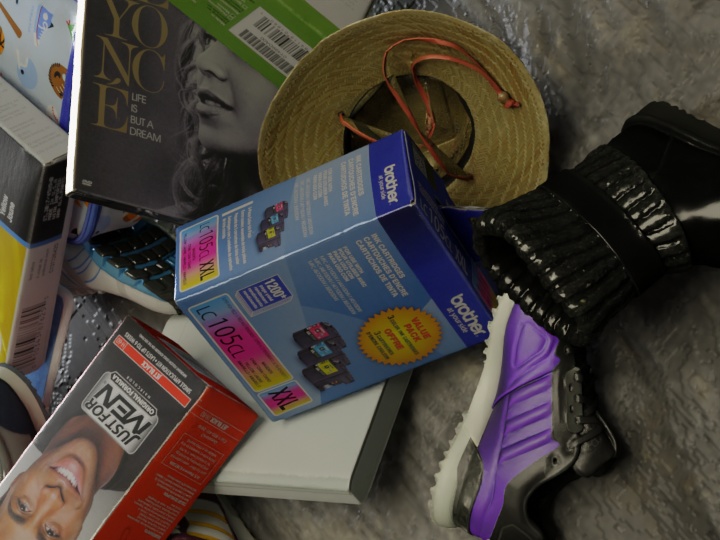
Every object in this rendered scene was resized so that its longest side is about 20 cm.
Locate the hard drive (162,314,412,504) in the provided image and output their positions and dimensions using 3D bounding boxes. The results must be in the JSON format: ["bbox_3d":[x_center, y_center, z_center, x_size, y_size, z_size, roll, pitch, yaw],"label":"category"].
[{"bbox_3d":[-0.066,0.090,1.546,0.200,0.026,0.132,0,56,34],"label":"hard drive"}]

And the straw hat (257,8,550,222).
[{"bbox_3d":[0.034,-0.095,1.508,0.201,0.201,0.085,-36,22,22],"label":"straw hat"}]

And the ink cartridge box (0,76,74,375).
[{"bbox_3d":[-0.283,-0.057,1.617,0.200,0.047,0.198,38,134,27],"label":"ink cartridge box"}]

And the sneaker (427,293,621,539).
[{"bbox_3d":[0.123,0.082,1.433,0.099,0.070,0.200,22,96,27],"label":"sneaker"}]

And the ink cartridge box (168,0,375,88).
[{"bbox_3d":[-0.046,-0.244,1.537,0.076,0.148,0.200,-29,29,50],"label":"ink cartridge box"}]

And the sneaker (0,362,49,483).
[{"bbox_3d":[-0.235,0.168,1.597,0.070,0.082,0.200,-29,92,46],"label":"sneaker"}]

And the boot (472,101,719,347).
[{"bbox_3d":[0.185,-0.010,1.352,0.158,0.079,0.211,-35,41,-28],"label":"boot"}]

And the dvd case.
[{"bbox_3d":[-0.118,-0.125,1.500,0.016,0.149,0.200,-28,55,50],"label":"dvd case"}]

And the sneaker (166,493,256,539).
[{"bbox_3d":[-0.124,0.185,1.552,0.200,0.090,0.075,39,102,33],"label":"sneaker"}]

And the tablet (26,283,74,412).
[{"bbox_3d":[-0.273,0.085,1.690,0.130,0.014,0.200,27,111,34],"label":"tablet"}]

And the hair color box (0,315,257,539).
[{"bbox_3d":[-0.170,0.141,1.517,0.101,0.061,0.200,37,91,41],"label":"hair color box"}]

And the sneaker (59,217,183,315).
[{"bbox_3d":[-0.196,-0.008,1.665,0.200,0.075,0.087,31,123,31],"label":"sneaker"}]

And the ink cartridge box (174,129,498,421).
[{"bbox_3d":[0.000,0.000,1.456,0.200,0.136,0.076,-24,42,15],"label":"ink cartridge box"}]

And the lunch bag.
[{"bbox_3d":[-0.199,-0.127,1.582,0.160,0.076,0.200,38,131,33],"label":"lunch bag"}]
